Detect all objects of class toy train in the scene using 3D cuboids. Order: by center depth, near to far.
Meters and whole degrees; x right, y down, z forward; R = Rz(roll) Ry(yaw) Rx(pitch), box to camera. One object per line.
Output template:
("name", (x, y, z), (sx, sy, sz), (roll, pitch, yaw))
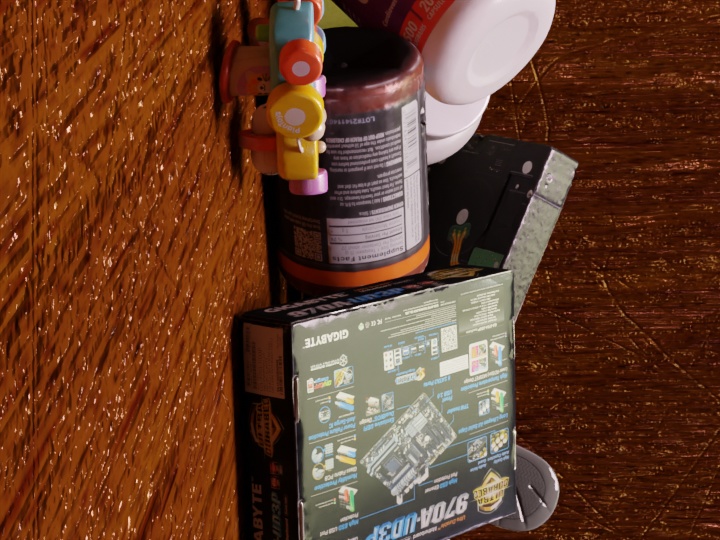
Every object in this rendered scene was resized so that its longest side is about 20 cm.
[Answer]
("toy train", (-0.047, -0.124, 1.041), (0.200, 0.056, 0.150), (89, 0, -78))

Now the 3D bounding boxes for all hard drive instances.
("hard drive", (0.079, -0.008, 1.435), (0.140, 0.038, 0.200), (16, -98, 54))

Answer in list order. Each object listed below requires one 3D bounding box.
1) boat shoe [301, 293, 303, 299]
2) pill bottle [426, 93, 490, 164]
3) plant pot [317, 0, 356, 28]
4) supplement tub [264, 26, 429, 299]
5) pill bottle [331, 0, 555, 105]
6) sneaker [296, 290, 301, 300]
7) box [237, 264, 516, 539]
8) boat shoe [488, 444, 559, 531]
("boat shoe", (0.000, 0.000, 1.344), (0.068, 0.075, 0.200), (-23, -100, 53))
("pill bottle", (0.030, -0.131, 1.411), (0.200, 0.111, 0.111), (171, -81, -74))
("plant pot", (0.058, -0.295, 1.630), (0.187, 0.200, 0.187), (-1, 90, -87))
("supplement tub", (-0.007, -0.053, 1.233), (0.107, 0.107, 0.200), (-86, 174, -59))
("pill bottle", (0.032, -0.212, 1.271), (0.200, 0.112, 0.112), (46, -18, 25))
("sneaker", (0.000, 0.019, 1.410), (0.079, 0.095, 0.200), (81, 8, -64))
("box", (0.016, 0.088, 1.103), (0.200, 0.046, 0.159), (-13, 105, -46))
("boat shoe", (0.039, 0.121, 1.272), (0.065, 0.202, 0.074), (96, 17, -81))
